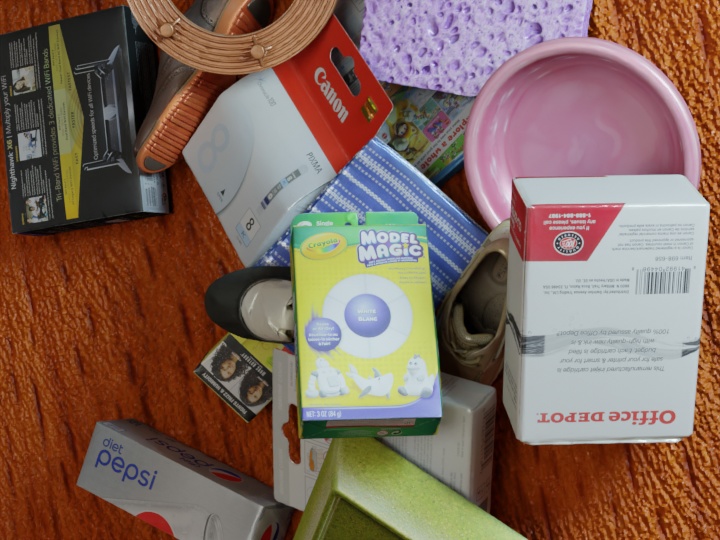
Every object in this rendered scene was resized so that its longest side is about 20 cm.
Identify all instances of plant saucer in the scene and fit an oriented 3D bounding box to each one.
[{"bbox_3d":[0.025,0.259,1.628,0.200,0.048,0.200,32,127,16],"label":"plant saucer"},{"bbox_3d":[0.186,-0.096,1.584,0.200,0.051,0.201,7,109,22],"label":"plant saucer"}]

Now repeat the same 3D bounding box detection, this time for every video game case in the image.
[{"bbox_3d":[0.022,-0.160,1.713,0.143,0.018,0.200,-40,71,20],"label":"video game case"}]

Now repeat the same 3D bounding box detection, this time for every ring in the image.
[{"bbox_3d":[-0.114,-0.272,1.682,0.200,0.019,0.201,0,99,3],"label":"ring"}]

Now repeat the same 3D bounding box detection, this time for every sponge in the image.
[{"bbox_3d":[0.095,-0.205,1.642,0.200,0.030,0.112,12,102,19],"label":"sponge"}]

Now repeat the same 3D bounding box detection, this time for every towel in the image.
[{"bbox_3d":[0.000,0.000,1.656,0.145,0.024,0.200,41,109,-5],"label":"towel"}]

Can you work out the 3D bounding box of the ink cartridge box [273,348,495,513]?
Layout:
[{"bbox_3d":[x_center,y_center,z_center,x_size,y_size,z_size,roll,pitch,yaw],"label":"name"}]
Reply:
[{"bbox_3d":[0.018,0.154,1.653,0.200,0.047,0.160,16,120,28],"label":"ink cartridge box"}]

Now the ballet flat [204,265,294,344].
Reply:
[{"bbox_3d":[-0.038,0.035,1.627,0.200,0.068,0.068,6,96,4],"label":"ballet flat"}]

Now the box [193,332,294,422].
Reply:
[{"bbox_3d":[-0.056,0.042,1.718,0.075,0.050,0.200,44,108,-4],"label":"box"}]

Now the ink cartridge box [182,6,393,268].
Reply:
[{"bbox_3d":[-0.068,-0.122,1.698,0.200,0.047,0.160,-55,47,28],"label":"ink cartridge box"}]

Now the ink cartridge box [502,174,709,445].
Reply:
[{"bbox_3d":[0.192,0.031,1.520,0.144,0.084,0.200,-1,109,-5],"label":"ink cartridge box"}]

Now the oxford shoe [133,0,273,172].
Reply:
[{"bbox_3d":[-0.159,-0.184,1.780,0.073,0.071,0.200,33,90,29],"label":"oxford shoe"}]

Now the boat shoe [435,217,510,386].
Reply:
[{"bbox_3d":[0.094,0.047,1.616,0.072,0.065,0.200,34,125,13],"label":"boat shoe"}]

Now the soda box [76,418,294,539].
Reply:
[{"bbox_3d":[-0.163,0.206,1.773,0.200,0.063,0.068,24,100,26],"label":"soda box"}]

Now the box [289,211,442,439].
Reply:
[{"bbox_3d":[0.003,0.036,1.570,0.117,0.048,0.200,-1,63,-6],"label":"box"}]

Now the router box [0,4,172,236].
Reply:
[{"bbox_3d":[-0.268,-0.141,1.843,0.157,0.052,0.200,-8,85,28],"label":"router box"}]
